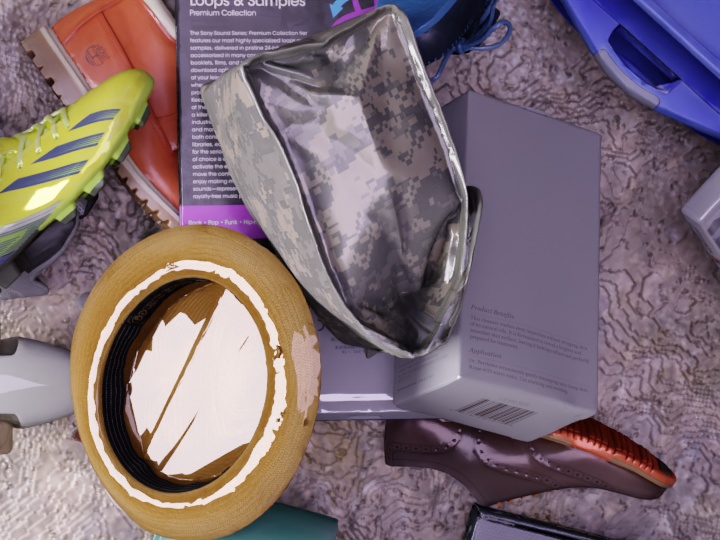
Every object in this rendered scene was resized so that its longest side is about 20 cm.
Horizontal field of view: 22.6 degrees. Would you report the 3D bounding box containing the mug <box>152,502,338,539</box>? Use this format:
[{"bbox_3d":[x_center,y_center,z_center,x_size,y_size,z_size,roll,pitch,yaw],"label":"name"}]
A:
[{"bbox_3d":[-0.084,0.211,1.158,0.114,0.152,0.185,14,134,-1],"label":"mug"}]

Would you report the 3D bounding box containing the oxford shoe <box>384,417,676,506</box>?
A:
[{"bbox_3d":[0.113,0.128,1.227,0.200,0.071,0.073,17,98,5],"label":"oxford shoe"}]

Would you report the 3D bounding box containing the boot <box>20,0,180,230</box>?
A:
[{"bbox_3d":[-0.127,-0.100,1.206,0.107,0.075,0.200,-35,91,-7],"label":"boot"}]

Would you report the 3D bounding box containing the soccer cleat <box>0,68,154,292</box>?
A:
[{"bbox_3d":[-0.212,-0.061,1.136,0.084,0.065,0.200,43,97,-8],"label":"soccer cleat"}]

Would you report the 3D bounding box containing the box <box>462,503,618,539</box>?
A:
[{"bbox_3d":[0.128,0.275,1.232,0.157,0.051,0.200,15,90,-2],"label":"box"}]

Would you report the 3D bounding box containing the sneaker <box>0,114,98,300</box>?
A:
[{"bbox_3d":[-0.234,-0.075,1.204,0.115,0.075,0.200,0,101,-8],"label":"sneaker"}]

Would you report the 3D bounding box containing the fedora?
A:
[{"bbox_3d":[-0.091,0.069,1.130,0.200,0.082,0.201,1,91,31],"label":"fedora"}]

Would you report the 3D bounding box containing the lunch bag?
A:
[{"bbox_3d":[-0.003,-0.043,1.075,0.117,0.164,0.200,-22,95,-12],"label":"lunch bag"}]

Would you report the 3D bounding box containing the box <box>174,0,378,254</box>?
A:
[{"bbox_3d":[-0.048,-0.110,1.167,0.143,0.036,0.200,-1,92,-10],"label":"box"}]

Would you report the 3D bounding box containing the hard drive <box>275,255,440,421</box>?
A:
[{"bbox_3d":[0.000,0.000,1.204,0.132,0.025,0.200,-1,72,-3],"label":"hard drive"}]

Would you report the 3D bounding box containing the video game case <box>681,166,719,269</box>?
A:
[{"bbox_3d":[0.316,-0.062,1.195,0.200,0.023,0.182,-46,137,-1],"label":"video game case"}]

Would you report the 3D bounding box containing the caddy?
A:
[{"bbox_3d":[0.204,-0.160,1.189,0.200,0.141,0.105,42,83,-2],"label":"caddy"}]

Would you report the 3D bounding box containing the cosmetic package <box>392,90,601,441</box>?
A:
[{"bbox_3d":[0.090,-0.003,1.165,0.113,0.081,0.200,17,64,-27],"label":"cosmetic package"}]

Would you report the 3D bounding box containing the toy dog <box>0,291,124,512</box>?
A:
[{"bbox_3d":[-0.201,0.076,1.206,0.200,0.096,0.132,20,86,-18],"label":"toy dog"}]

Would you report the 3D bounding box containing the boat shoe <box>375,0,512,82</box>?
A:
[{"bbox_3d":[0.066,-0.171,1.157,0.084,0.200,0.069,-12,116,27],"label":"boat shoe"}]
